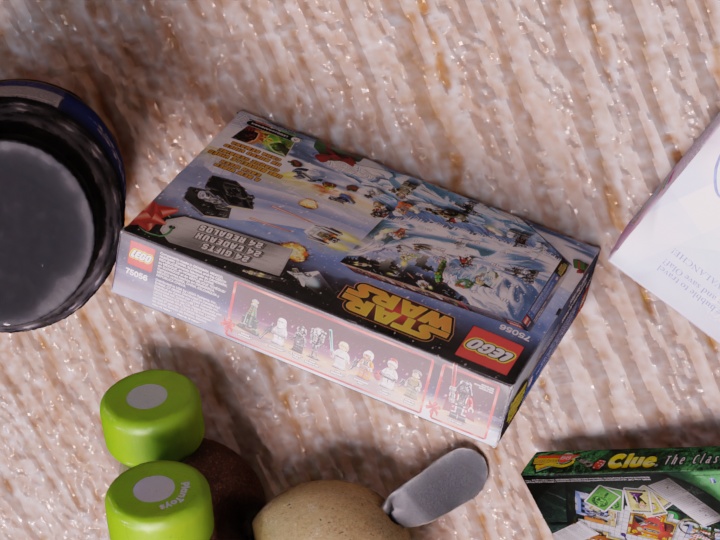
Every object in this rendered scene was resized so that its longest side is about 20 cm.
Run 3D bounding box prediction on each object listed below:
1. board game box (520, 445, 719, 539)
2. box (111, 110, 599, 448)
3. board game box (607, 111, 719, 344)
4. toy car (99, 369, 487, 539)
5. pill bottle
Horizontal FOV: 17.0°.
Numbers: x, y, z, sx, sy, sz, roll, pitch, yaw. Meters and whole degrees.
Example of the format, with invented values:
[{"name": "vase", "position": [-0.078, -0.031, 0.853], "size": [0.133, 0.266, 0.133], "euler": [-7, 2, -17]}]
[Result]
[{"name": "board game box", "position": [0.184, 0.132, 1.195], "size": [0.200, 0.023, 0.105], "euler": [-5, 122, 39]}, {"name": "box", "position": [0.000, 0.000, 1.155], "size": [0.200, 0.137, 0.040], "euler": [22, 124, 13]}, {"name": "board game box", "position": [0.246, -0.017, 1.084], "size": [0.200, 0.043, 0.199], "euler": [37, 129, 0]}, {"name": "toy car", "position": [-0.029, 0.146, 1.292], "size": [0.199, 0.158, 0.165], "euler": [-8, 124, -3]}, {"name": "pill bottle", "position": [-0.169, -0.031, 1.165], "size": [0.112, 0.200, 0.112], "euler": [-1, 99, -5]}]
